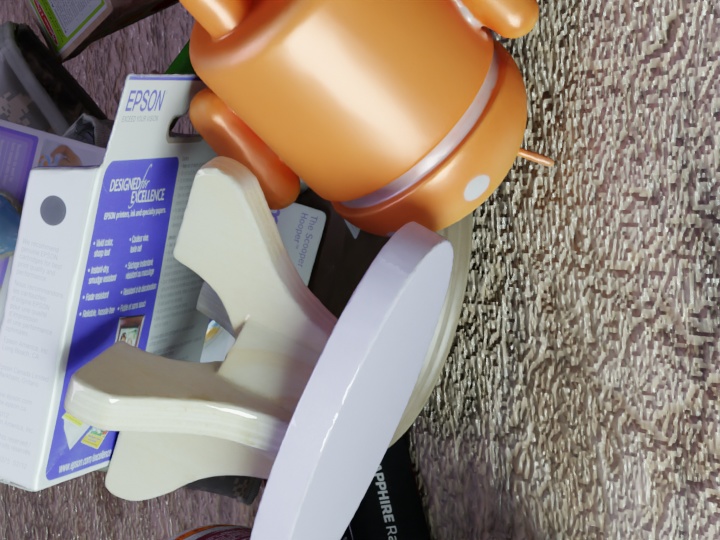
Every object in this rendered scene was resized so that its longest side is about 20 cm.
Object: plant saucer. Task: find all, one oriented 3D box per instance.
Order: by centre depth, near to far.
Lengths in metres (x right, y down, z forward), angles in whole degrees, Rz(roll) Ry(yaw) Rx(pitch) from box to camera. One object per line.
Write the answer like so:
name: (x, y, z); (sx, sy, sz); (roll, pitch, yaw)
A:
plant saucer: (0.000, 0.000, 1.397); (0.200, 0.029, 0.201); (-38, 47, 55)

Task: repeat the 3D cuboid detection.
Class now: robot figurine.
robot figurine: (0.001, -0.096, 1.229); (0.200, 0.144, 0.116); (44, 167, -26)

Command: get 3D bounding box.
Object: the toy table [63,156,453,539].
toy table: (-0.045, 0.048, 1.232); (0.201, 0.117, 0.184); (-67, -14, 16)

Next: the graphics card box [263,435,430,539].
graphics card box: (0.001, 0.180, 1.474); (0.126, 0.051, 0.201); (126, 136, -58)

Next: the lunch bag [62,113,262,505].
lunch bag: (-0.117, 0.013, 1.518); (0.118, 0.163, 0.201); (40, 113, 60)

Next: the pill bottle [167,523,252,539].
pill bottle: (-0.045, 0.196, 1.373); (0.200, 0.114, 0.115); (176, 88, -68)

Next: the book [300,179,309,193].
book: (-0.022, -0.157, 1.413); (0.134, 0.048, 0.201); (140, 135, -66)

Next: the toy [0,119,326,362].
toy: (-0.130, -0.001, 1.409); (0.047, 0.199, 0.116); (-46, -28, -78)

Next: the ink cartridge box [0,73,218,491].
ink cartridge box: (-0.114, -0.004, 1.284); (0.198, 0.043, 0.201); (-11, -64, -73)

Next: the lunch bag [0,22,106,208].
lunch bag: (-0.227, -0.043, 1.612); (0.200, 0.164, 0.118); (55, -170, -30)

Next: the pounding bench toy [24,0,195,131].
pounding bench toy: (-0.107, -0.188, 1.538); (0.201, 0.155, 0.124); (63, 156, 1)
